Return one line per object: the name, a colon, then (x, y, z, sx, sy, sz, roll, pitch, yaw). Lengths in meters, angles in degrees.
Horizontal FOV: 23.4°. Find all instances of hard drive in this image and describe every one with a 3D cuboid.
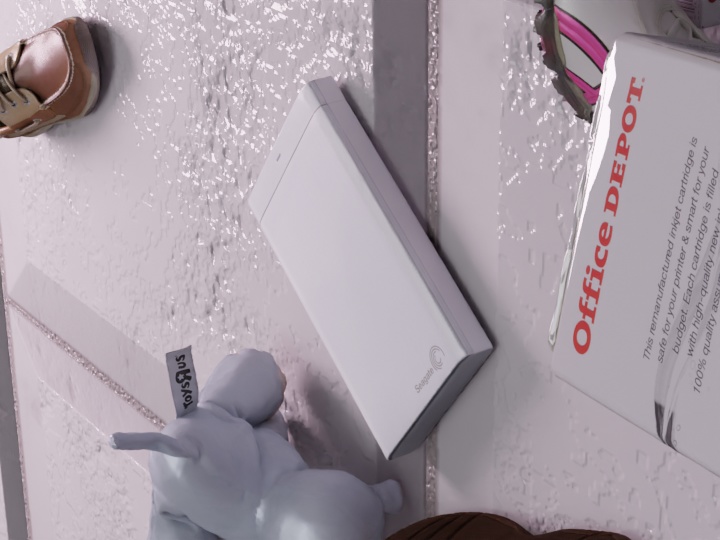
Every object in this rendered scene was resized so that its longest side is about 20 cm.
hard drive: (0.000, 0.000, 1.070, 0.201, 0.027, 0.132, 60, 146, 21)

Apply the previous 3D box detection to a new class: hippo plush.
hippo plush: (-0.047, 0.139, 1.139, 0.160, 0.160, 0.201, 21, 143, 17)

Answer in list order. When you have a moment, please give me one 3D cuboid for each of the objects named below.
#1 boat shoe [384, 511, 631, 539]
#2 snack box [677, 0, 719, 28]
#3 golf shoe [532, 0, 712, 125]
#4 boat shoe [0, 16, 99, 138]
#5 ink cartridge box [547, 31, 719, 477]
boat shoe: (0.081, 0.188, 0.985, 0.202, 0.074, 0.075, -2, 108, 58)
snack box: (0.135, -0.212, 0.761, 0.072, 0.024, 0.202, 29, 127, 51)
golf shoe: (0.136, -0.081, 0.758, 0.092, 0.073, 0.201, 0, 127, 34)
boat shoe: (-0.265, -0.144, 1.378, 0.200, 0.071, 0.076, -28, 80, 58)
ink cartridge box: (0.166, 0.003, 0.636, 0.200, 0.083, 0.145, 32, 116, 56)
